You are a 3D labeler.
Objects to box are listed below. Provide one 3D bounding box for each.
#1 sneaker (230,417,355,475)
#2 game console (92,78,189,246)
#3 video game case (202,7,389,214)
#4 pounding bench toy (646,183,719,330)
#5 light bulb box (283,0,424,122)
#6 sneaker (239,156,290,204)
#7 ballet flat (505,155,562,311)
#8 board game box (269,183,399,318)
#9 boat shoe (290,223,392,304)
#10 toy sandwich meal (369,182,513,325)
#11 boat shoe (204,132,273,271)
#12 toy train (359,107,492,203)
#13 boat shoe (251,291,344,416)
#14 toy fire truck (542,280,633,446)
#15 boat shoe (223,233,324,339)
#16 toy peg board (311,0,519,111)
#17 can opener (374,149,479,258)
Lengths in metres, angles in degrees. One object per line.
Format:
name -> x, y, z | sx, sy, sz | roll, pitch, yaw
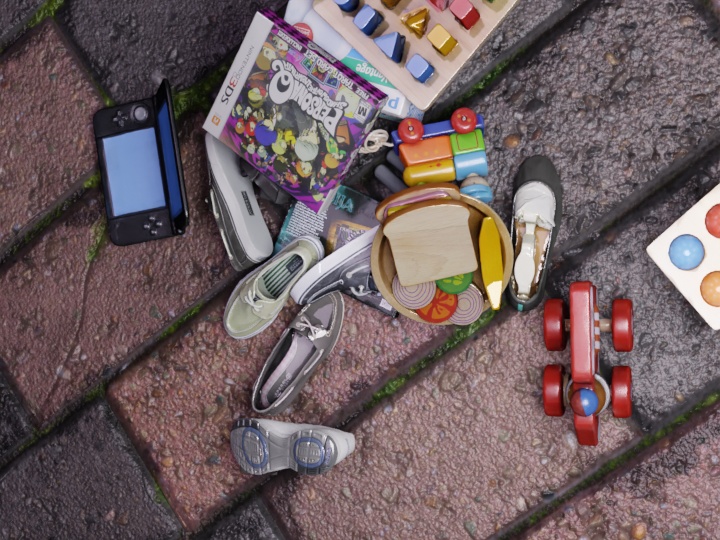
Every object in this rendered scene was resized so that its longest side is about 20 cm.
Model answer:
sneaker -> -0.095, 0.241, 1.616 | 0.197, 0.087, 0.076 | 5, 94, 35
game console -> -0.308, -0.147, 1.655 | 0.173, 0.116, 0.204 | -10, 87, 16
video game case -> -0.086, -0.202, 1.510 | 0.199, 0.036, 0.183 | 37, 120, 8
pounding bench toy -> 0.452, 0.011, 1.404 | 0.124, 0.156, 0.201 | -42, 80, 12
light bulb box -> 0.007, -0.316, 1.555 | 0.195, 0.125, 0.203 | 17, 94, 15
sneaker -> -0.135, -0.185, 1.622 | 0.111, 0.076, 0.202 | -39, 69, 25
ballet flat -> 0.223, -0.048, 1.519 | 0.067, 0.068, 0.204 | 4, 91, 12
board game box -> -0.012, -0.039, 1.610 | 0.198, 0.028, 0.137 | 26, 97, 16
boat shoe -> 0.000, 0.000, 1.559 | 0.198, 0.072, 0.068 | -32, 80, 8
toy sandwich meal -> 0.101, -0.012, 1.480 | 0.201, 0.071, 0.209 | 1, 116, 2
boat shoe -> -0.185, -0.099, 1.640 | 0.063, 0.070, 0.203 | -26, 75, 29
toy train -> 0.069, -0.128, 1.517 | 0.196, 0.085, 0.118 | -11, 73, 0
boat shoe -> -0.086, 0.114, 1.618 | 0.066, 0.057, 0.202 | 33, 99, 14
toy fire truck -> 0.275, 0.114, 1.452 | 0.110, 0.168, 0.204 | 0, 90, 17
boat shoe -> -0.129, 0.024, 1.610 | 0.072, 0.062, 0.200 | 46, 117, 6
toy peg board -> 0.063, -0.338, 1.424 | 0.200, 0.098, 0.200 | 43, 99, 9
can opener -> 0.100, -0.082, 1.565 | 0.200, 0.066, 0.053 | 42, 95, 21
